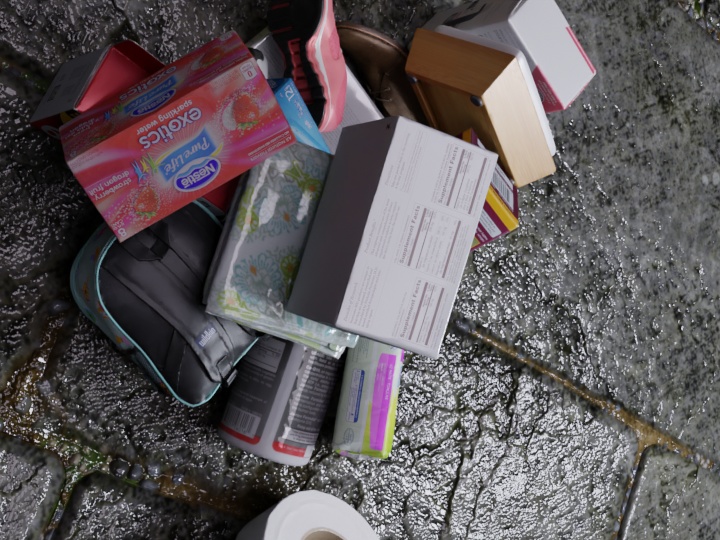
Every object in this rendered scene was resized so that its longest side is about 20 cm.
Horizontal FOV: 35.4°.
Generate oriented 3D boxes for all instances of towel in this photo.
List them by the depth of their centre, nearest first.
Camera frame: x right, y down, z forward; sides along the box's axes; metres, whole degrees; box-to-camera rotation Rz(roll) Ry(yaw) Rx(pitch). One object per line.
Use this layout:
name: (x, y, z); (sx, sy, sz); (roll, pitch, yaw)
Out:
towel: (-0.058, -0.025, 1.170); (0.171, 0.048, 0.201); (20, 85, -24)

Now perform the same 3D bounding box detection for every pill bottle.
pill bottle: (-0.081, 0.113, 1.305); (0.114, 0.114, 0.201); (21, 88, -33)

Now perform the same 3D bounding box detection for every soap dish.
soap dish: (0.147, -0.198, 1.395); (0.081, 0.157, 0.200); (-49, 139, -16)

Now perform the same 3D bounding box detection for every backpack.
backpack: (-0.206, 0.019, 1.209); (0.176, 0.153, 0.200); (-48, 122, -18)

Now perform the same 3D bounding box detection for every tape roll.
tape roll: (-0.053, 0.361, 1.309); (0.202, 0.071, 0.203); (31, 38, -29)

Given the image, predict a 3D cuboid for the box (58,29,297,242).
box: (-0.176, -0.130, 1.087); (0.199, 0.095, 0.103); (-29, 123, -3)

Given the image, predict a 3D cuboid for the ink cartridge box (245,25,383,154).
ink cartridge box: (-0.082, -0.189, 1.369); (0.173, 0.044, 0.200); (-39, 114, -2)

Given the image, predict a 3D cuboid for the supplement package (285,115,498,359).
supplement package: (0.026, -0.033, 1.095); (0.111, 0.156, 0.201); (19, 86, -20)

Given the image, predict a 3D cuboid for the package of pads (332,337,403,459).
package of pads: (0.012, 0.146, 1.344); (0.068, 0.200, 0.155); (8, 84, 2)

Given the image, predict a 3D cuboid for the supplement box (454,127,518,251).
supplement box: (0.081, -0.069, 1.382); (0.110, 0.200, 0.086); (49, 28, -25)

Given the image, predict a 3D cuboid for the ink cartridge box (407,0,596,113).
ink cartridge box: (0.178, -0.272, 1.455); (0.085, 0.200, 0.146); (-49, 115, -24)

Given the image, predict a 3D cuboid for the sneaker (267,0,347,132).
sneaker: (-0.055, -0.254, 1.308); (0.087, 0.073, 0.201); (-6, 95, -63)

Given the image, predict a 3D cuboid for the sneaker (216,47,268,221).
sneaker: (-0.111, -0.154, 1.322); (0.115, 0.076, 0.201); (3, 103, -36)

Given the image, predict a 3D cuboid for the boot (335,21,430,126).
boot: (0.033, -0.240, 1.435); (0.200, 0.074, 0.076); (36, 76, -33)

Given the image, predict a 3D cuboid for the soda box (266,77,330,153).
soda box: (-0.074, -0.115, 1.263); (0.064, 0.068, 0.200); (-51, 128, -31)

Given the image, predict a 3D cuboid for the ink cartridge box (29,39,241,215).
ink cartridge box: (-0.218, -0.142, 1.189); (0.200, 0.175, 0.084); (35, 71, -29)
